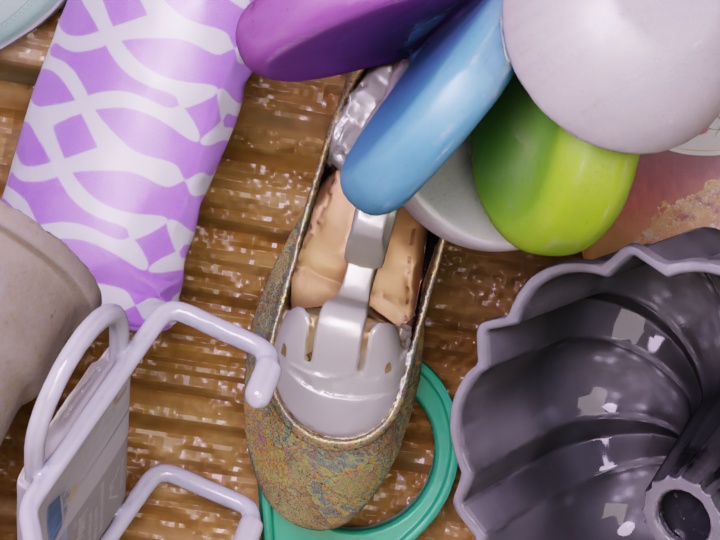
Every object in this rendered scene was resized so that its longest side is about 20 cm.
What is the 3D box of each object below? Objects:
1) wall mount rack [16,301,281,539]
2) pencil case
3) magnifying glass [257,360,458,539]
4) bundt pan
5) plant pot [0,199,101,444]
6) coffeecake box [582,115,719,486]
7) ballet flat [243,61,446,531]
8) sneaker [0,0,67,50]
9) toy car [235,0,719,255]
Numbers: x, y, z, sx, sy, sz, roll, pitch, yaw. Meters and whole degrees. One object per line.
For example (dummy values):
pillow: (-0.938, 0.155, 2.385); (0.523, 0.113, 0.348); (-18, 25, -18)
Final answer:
wall mount rack: (-0.090, 0.112, 0.975); (0.074, 0.201, 0.174); (25, 56, 11)
pencil case: (-0.072, -0.072, 1.016); (0.085, 0.084, 0.201); (14, 101, -46)
magnifying glass: (-0.022, 0.123, 1.089); (0.079, 0.022, 0.201); (21, 94, -12)
bundt pan: (0.133, 0.075, 0.989); (0.076, 0.201, 0.203); (-30, 108, -48)
plant pot: (-0.209, 0.064, 0.923); (0.199, 0.200, 0.185); (21, 71, -12)
coffeecake box: (0.167, -0.005, 1.029); (0.073, 0.153, 0.201); (-30, 108, -49)
ballet flat: (0.000, 0.000, 1.035); (0.070, 0.071, 0.201); (16, 89, -12)
sneaker: (-0.190, -0.094, 0.971); (0.199, 0.118, 0.074); (-11, 100, -9)
toy car: (0.028, -0.101, 0.919); (0.149, 0.175, 0.202); (-4, 77, -23)
